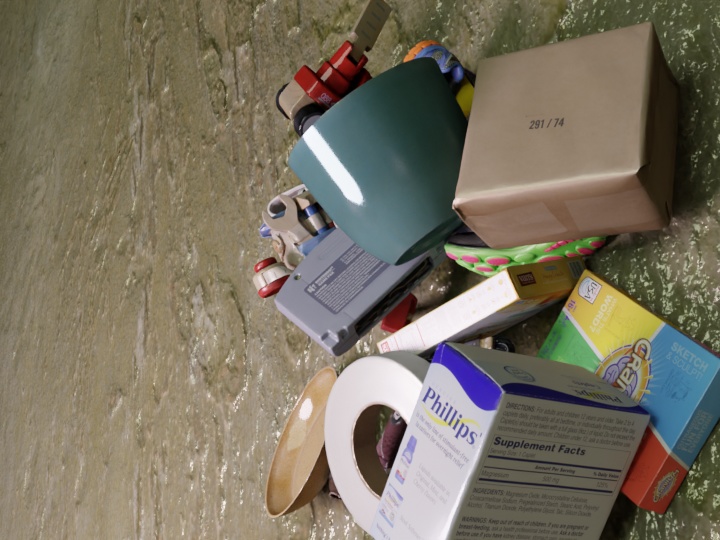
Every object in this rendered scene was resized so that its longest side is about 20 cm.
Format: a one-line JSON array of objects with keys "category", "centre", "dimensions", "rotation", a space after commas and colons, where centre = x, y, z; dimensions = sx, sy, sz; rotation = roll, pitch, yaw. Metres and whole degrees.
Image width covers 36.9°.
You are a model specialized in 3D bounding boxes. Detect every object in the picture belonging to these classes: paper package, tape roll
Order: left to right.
[{"category": "tape roll", "centre": [0.038, 0.188, 1.131], "dimensions": [0.201, 0.037, 0.207], "rotation": [10, 104, 46]}, {"category": "paper package", "centre": [0.211, -0.134, 1.094], "dimensions": [0.197, 0.103, 0.193], "rotation": [-7, 58, 32]}]

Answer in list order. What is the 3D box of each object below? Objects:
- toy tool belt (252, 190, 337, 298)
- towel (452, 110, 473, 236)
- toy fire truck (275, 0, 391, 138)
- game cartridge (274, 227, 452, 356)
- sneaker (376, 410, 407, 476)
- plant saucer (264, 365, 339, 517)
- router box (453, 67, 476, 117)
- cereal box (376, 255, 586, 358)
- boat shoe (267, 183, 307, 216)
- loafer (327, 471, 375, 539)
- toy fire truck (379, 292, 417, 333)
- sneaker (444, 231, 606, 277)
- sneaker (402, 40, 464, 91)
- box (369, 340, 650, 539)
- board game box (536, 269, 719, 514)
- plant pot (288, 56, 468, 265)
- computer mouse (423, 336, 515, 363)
[{"category": "toy tool belt", "centre": [-0.075, -0.054, 1.402], "dimensions": [0.124, 0.198, 0.125], "rotation": [62, 147, 7]}, {"category": "towel", "centre": [0.158, -0.116, 1.237], "dimensions": [0.147, 0.024, 0.201], "rotation": [46, 113, 20]}, {"category": "toy fire truck", "centre": [0.004, -0.247, 1.442], "dimensions": [0.200, 0.175, 0.129], "rotation": [-48, 39, 10]}, {"category": "game cartridge", "centre": [0.000, 0.000, 1.271], "dimensions": [0.200, 0.041, 0.133], "rotation": [-42, 51, -14]}, {"category": "sneaker", "centre": [0.082, 0.191, 1.202], "dimensions": [0.199, 0.075, 0.117], "rotation": [8, 76, 55]}, {"category": "plant saucer", "centre": [-0.062, 0.222, 1.369], "dimensions": [0.201, 0.035, 0.201], "rotation": [-57, 17, 28]}, {"category": "router box", "centre": [0.100, -0.137, 1.352], "dimensions": [0.201, 0.051, 0.150], "rotation": [-52, 37, 23]}, {"category": "cereal box", "centre": [0.131, 0.047, 1.147], "dimensions": [0.199, 0.143, 0.040], "rotation": [-34, 73, 41]}, {"category": "boat shoe", "centre": [-0.060, -0.098, 1.536], "dimensions": [0.199, 0.065, 0.073], "rotation": [-4, 70, 52]}, {"category": "loafer", "centre": [0.022, 0.279, 1.235], "dimensions": [0.199, 0.072, 0.072], "rotation": [10, 81, 55]}, {"category": "toy fire truck", "centre": [-0.003, 0.047, 1.358], "dimensions": [0.200, 0.139, 0.050], "rotation": [87, -162, -82]}, {"category": "sneaker", "centre": [0.183, -0.045, 1.186], "dimensions": [0.198, 0.076, 0.085], "rotation": [-15, 56, 34]}, {"category": "sneaker", "centre": [0.063, -0.184, 1.321], "dimensions": [0.078, 0.075, 0.203], "rotation": [30, 98, 54]}, {"category": "box", "centre": [0.133, 0.185, 0.978], "dimensions": [0.105, 0.182, 0.203], "rotation": [38, 112, 54]}, {"category": "board game box", "centre": [0.252, 0.110, 1.040], "dimensions": [0.200, 0.040, 0.155], "rotation": [41, 107, 53]}, {"category": "plant pot", "centre": [0.046, -0.106, 1.183], "dimensions": [0.200, 0.200, 0.162], "rotation": [-40, 80, 34]}, {"category": "computer mouse", "centre": [0.141, 0.167, 1.108], "dimensions": [0.109, 0.044, 0.203], "rotation": [-24, 87, 31]}]
